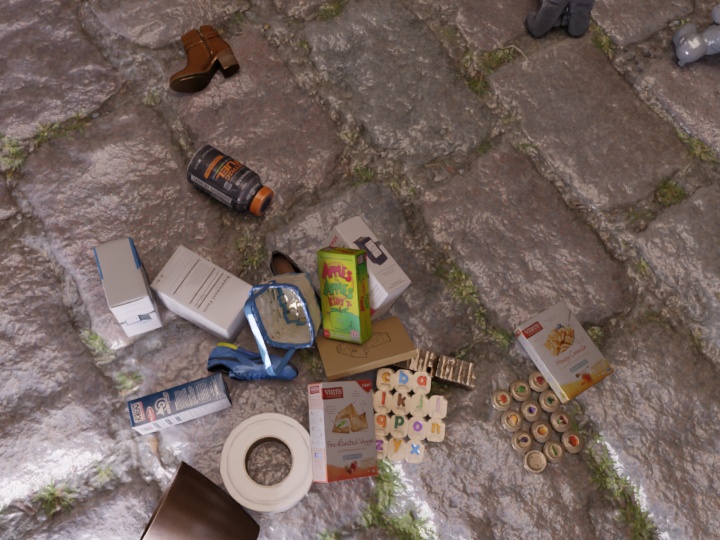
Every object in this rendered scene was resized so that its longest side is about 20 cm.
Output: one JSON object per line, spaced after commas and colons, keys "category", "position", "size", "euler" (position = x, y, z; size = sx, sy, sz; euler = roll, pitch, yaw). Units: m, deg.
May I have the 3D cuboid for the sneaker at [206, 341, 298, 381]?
{"category": "sneaker", "position": [-0.237, 0.219, 1.531], "size": [0.200, 0.066, 0.079], "euler": [14, 49, 6]}

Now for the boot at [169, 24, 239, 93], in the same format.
{"category": "boot", "position": [-0.433, -0.557, 1.824], "size": [0.200, 0.077, 0.155], "euler": [-30, 75, -17]}

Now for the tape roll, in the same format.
{"category": "tape roll", "position": [-0.190, 0.404, 1.468], "size": [0.202, 0.071, 0.203], "euler": [2, 68, -4]}

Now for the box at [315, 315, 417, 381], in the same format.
{"category": "box", "position": [0.009, 0.168, 1.542], "size": [0.199, 0.021, 0.164], "euler": [-14, 26, -7]}

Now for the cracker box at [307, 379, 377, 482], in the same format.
{"category": "cracker box", "position": [-0.037, 0.332, 1.464], "size": [0.134, 0.058, 0.201], "euler": [4, 76, -38]}

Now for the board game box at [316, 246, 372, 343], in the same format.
{"category": "board game box", "position": [-0.035, 0.053, 1.532], "size": [0.101, 0.201, 0.048], "euler": [7, 20, 33]}

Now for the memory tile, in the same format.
{"category": "memory tile", "position": [0.393, 0.335, 1.565], "size": [0.153, 0.017, 0.200], "euler": [-22, 72, -12]}

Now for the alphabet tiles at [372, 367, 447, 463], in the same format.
{"category": "alphabet tiles", "position": [0.087, 0.315, 1.530], "size": [0.199, 0.015, 0.196], "euler": [4, 82, 6]}

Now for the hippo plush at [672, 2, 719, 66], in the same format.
{"category": "hippo plush", "position": [0.957, -0.618, 1.936], "size": [0.160, 0.159, 0.200], "euler": [-17, 51, 21]}

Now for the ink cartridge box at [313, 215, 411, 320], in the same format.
{"category": "ink cartridge box", "position": [0.000, 0.000, 1.591], "size": [0.084, 0.145, 0.200], "euler": [-26, 71, -39]}

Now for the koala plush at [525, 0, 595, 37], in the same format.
{"category": "koala plush", "position": [0.553, -0.783, 1.946], "size": [0.177, 0.184, 0.200], "euler": [-1, 57, -5]}

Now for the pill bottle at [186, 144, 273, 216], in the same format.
{"category": "pill bottle", "position": [-0.308, -0.209, 1.683], "size": [0.200, 0.106, 0.106], "euler": [31, 70, 7]}

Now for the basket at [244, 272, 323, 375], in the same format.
{"category": "basket", "position": [-0.169, 0.105, 1.497], "size": [0.139, 0.177, 0.200], "euler": [-6, 22, 22]}

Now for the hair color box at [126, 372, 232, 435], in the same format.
{"category": "hair color box", "position": [-0.380, 0.283, 1.486], "size": [0.200, 0.100, 0.061], "euler": [-17, 70, -11]}

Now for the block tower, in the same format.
{"category": "block tower", "position": [0.159, 0.216, 1.576], "size": [0.199, 0.058, 0.054], "euler": [16, 68, 0]}

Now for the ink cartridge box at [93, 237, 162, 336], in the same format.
{"category": "ink cartridge box", "position": [-0.502, 0.039, 1.520], "size": [0.086, 0.200, 0.147], "euler": [-18, 71, -12]}

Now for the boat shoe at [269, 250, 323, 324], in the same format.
{"category": "boat shoe", "position": [-0.148, 0.041, 1.616], "size": [0.072, 0.068, 0.200], "euler": [-31, 78, -14]}

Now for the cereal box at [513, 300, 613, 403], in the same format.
{"category": "cereal box", "position": [0.465, 0.185, 1.611], "size": [0.144, 0.040, 0.200], "euler": [-27, 73, -20]}

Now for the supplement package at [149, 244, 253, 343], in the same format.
{"category": "supplement package", "position": [-0.344, 0.056, 1.566], "size": [0.200, 0.121, 0.120], "euler": [29, 69, 7]}

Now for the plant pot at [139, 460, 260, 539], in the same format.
{"category": "plant pot", "position": [-0.306, 0.504, 1.378], "size": [0.200, 0.187, 0.187], "euler": [28, 69, -8]}
